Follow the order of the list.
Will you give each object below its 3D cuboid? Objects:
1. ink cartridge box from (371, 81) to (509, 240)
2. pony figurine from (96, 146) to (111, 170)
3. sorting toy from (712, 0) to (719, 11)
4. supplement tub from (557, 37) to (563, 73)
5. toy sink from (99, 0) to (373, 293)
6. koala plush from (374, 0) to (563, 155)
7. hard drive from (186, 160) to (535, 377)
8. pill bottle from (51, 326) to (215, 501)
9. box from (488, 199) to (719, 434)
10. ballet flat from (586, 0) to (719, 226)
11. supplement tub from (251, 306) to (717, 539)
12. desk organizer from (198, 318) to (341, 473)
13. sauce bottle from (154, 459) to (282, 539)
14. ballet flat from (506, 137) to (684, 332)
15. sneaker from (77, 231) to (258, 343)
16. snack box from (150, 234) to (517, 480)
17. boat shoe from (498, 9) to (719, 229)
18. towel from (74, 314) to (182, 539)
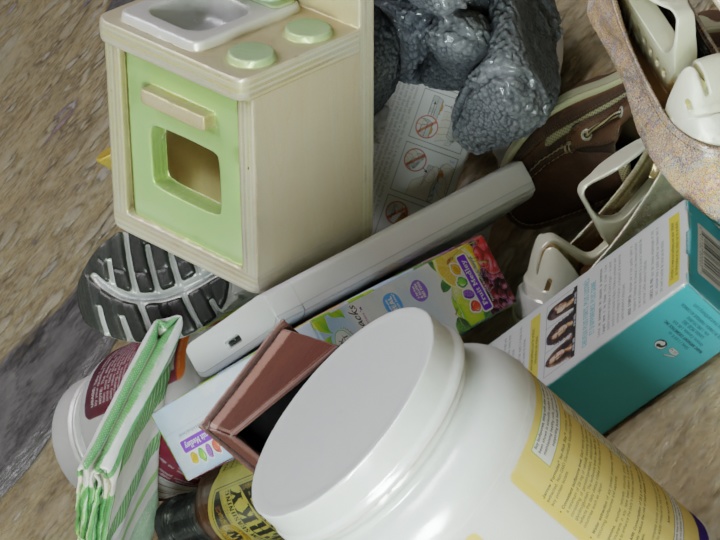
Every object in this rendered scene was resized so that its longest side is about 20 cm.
[{"bbox_3d":[0.010,-0.098,1.825,0.050,0.200,0.163,-9,-61,-80],"label":"ink cartridge box"},{"bbox_3d":[-0.065,-0.030,1.933,0.193,0.200,0.167,-27,18,13],"label":"pony figurine"},{"bbox_3d":[0.290,-0.151,1.496,0.180,0.107,0.200,-35,21,15],"label":"sorting toy"},{"bbox_3d":[0.051,-0.163,1.948,0.140,0.140,0.200,-51,20,-5],"label":"supplement tub"},{"bbox_3d":[-0.075,-0.109,1.637,0.130,0.200,0.112,26,38,36],"label":"toy sink"},{"bbox_3d":[0.008,-0.149,1.730,0.200,0.177,0.184,-30,20,25],"label":"koala plush"},{"bbox_3d":[0.000,0.000,1.687,0.200,0.027,0.132,-28,-3,-29],"label":"hard drive"},{"bbox_3d":[-0.121,0.094,1.885,0.200,0.114,0.114,-24,31,49],"label":"pill bottle"},{"bbox_3d":[0.124,0.051,1.534,0.200,0.049,0.082,-38,24,29],"label":"box"},{"bbox_3d":[0.182,-0.110,1.554,0.067,0.068,0.200,102,147,-48],"label":"ballet flat"},{"bbox_3d":[0.061,0.126,1.306,0.145,0.200,0.146,-42,21,20],"label":"supplement tub"},{"bbox_3d":[0.022,0.118,1.411,0.072,0.200,0.077,-52,22,-10],"label":"desk organizer"},{"bbox_3d":[-0.061,0.143,1.747,0.200,0.065,0.065,-28,29,50],"label":"sauce bottle"},{"bbox_3d":[0.137,-0.018,1.615,0.200,0.062,0.067,-48,19,5],"label":"ballet flat"},{"bbox_3d":[-0.086,0.001,1.782,0.199,0.078,0.090,-16,-9,12],"label":"sneaker"},{"bbox_3d":[-0.019,0.054,1.644,0.142,0.053,0.200,-28,-2,-37],"label":"snack box"},{"bbox_3d":[0.157,-0.077,1.670,0.202,0.075,0.075,-41,34,35],"label":"boat shoe"},{"bbox_3d":[-0.148,0.141,1.738,0.153,0.023,0.200,-68,-10,-45],"label":"towel"}]
